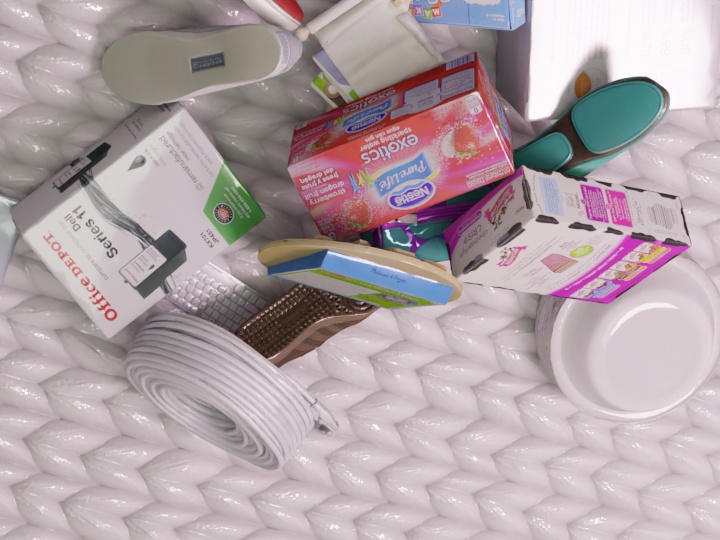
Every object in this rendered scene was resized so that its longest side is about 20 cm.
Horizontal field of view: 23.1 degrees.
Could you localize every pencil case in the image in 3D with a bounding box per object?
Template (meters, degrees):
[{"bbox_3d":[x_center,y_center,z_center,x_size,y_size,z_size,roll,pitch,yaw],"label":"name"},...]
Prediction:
[{"bbox_3d":[0.097,-0.052,1.784,0.199,0.092,0.085,-11,80,-9],"label":"pencil case"}]

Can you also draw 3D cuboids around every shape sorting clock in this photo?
[{"bbox_3d":[0.000,0.000,1.687,0.199,0.200,0.039,16,80,-18],"label":"shape sorting clock"}]

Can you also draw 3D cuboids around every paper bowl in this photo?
[{"bbox_3d":[0.293,0.069,1.869,0.200,0.104,0.201,-4,111,-10],"label":"paper bowl"}]

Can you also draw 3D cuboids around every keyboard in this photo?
[{"bbox_3d":[-0.186,0.002,1.787,0.200,0.011,0.056,34,101,-22],"label":"keyboard"}]

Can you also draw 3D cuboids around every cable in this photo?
[{"bbox_3d":[-0.142,0.120,1.745,0.200,0.200,0.069,45,65,-31],"label":"cable"}]

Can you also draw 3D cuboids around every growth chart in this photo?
[{"bbox_3d":[0.024,-0.181,1.704,0.144,0.018,0.200,-26,113,16],"label":"growth chart"}]

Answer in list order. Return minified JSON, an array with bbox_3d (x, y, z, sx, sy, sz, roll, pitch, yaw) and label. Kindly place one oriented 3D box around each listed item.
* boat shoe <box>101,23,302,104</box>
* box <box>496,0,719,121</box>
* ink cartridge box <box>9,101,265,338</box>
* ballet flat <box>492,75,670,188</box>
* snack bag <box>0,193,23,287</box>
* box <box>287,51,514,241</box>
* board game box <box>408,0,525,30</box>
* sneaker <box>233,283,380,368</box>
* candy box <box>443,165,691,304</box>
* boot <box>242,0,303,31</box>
[{"bbox_3d":[-0.148,-0.197,1.668,0.200,0.071,0.070,-4,95,25],"label":"boat shoe"},{"bbox_3d":[0.244,-0.239,1.732,0.199,0.106,0.153,-4,113,-11],"label":"box"},{"bbox_3d":[-0.217,-0.054,1.708,0.200,0.083,0.147,-39,115,-2],"label":"ink cartridge box"},{"bbox_3d":[0.218,-0.126,1.695,0.200,0.070,0.068,-32,75,26],"label":"ballet flat"},{"bbox_3d":[-0.439,-0.019,1.718,0.199,0.021,0.189,17,107,-17],"label":"snack bag"},{"bbox_3d":[0.039,-0.116,1.673,0.199,0.100,0.096,-21,116,14],"label":"box"},{"bbox_3d":[0.078,-0.331,1.652,0.151,0.037,0.201,9,115,29],"label":"board game box"},{"bbox_3d":[-0.050,0.044,1.810,0.200,0.076,0.071,-26,77,-20],"label":"sneaker"},{"bbox_3d":[0.201,-0.032,1.712,0.200,0.061,0.136,8,149,-33],"label":"candy box"},{"bbox_3d":[-0.084,-0.333,1.646,0.144,0.072,0.200,-38,111,2],"label":"boot"}]
